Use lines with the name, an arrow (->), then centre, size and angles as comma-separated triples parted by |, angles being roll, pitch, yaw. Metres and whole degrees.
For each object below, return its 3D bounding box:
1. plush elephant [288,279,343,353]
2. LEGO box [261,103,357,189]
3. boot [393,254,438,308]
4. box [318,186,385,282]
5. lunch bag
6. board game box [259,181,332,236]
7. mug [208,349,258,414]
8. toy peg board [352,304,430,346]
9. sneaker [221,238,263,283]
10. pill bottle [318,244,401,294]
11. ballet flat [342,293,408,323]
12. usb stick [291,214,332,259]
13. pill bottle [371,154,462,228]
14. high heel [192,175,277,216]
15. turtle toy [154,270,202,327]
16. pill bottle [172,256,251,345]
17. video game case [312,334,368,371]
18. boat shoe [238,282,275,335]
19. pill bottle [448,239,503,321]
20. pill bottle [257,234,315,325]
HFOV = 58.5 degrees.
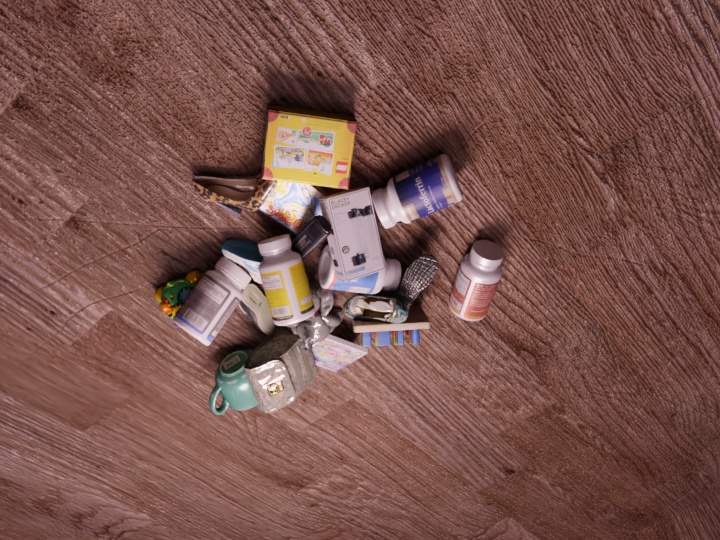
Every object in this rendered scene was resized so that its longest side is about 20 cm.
plush elephant -> -0.133, 0.101, 1.698 | 0.161, 0.201, 0.158 | 2, 112, 3
LEGO box -> -0.114, -0.272, 1.416 | 0.195, 0.077, 0.152 | 6, 113, -10
boot -> 0.139, 0.022, 1.676 | 0.067, 0.131, 0.202 | 32, 115, 0
box -> -0.019, -0.087, 1.531 | 0.114, 0.060, 0.205 | -16, 102, -20
lunch bag -> -0.223, 0.276, 1.777 | 0.116, 0.200, 0.167 | 13, 131, 36
board game box -> -0.143, -0.156, 1.558 | 0.199, 0.035, 0.135 | 34, 119, -28
mug -> -0.343, 0.312, 1.826 | 0.149, 0.187, 0.116 | -5, 129, 23
toy peg board -> 0.077, 0.166, 1.718 | 0.195, 0.199, 0.100 | -3, 100, -2
sneaker -> -0.265, -0.013, 1.640 | 0.197, 0.077, 0.081 | 23, 126, -19
pill bottle -> 0.000, 0.000, 1.642 | 0.196, 0.113, 0.114 | 7, 129, -22
ballet flat -> 0.027, 0.090, 1.636 | 0.196, 0.075, 0.075 | 1, 136, 32
usb stick -> -0.127, -0.074, 1.553 | 0.056, 0.033, 0.200 | 49, 145, -3
pill bottle -> 0.131, -0.181, 1.510 | 0.197, 0.117, 0.116 | -23, 128, 14
high heel -> -0.288, -0.195, 1.466 | 0.142, 0.073, 0.198 | 33, 142, -33
turtle toy -> -0.448, 0.102, 1.699 | 0.144, 0.102, 0.201 | -24, 127, 15
pill bottle -> -0.367, 0.074, 1.609 | 0.114, 0.113, 0.202 | 42, 75, -32
video game case -> -0.085, 0.237, 1.844 | 0.141, 0.018, 0.200 | 22, 148, -21
boat shoe -> -0.286, 0.099, 1.747 | 0.067, 0.072, 0.202 | 14, 147, 33
pill bottle -> 0.308, 0.025, 1.694 | 0.110, 0.113, 0.203 | 6, 129, -9
pill bottle -> -0.184, 0.021, 1.563 | 0.109, 0.111, 0.204 | -13, 101, 6
